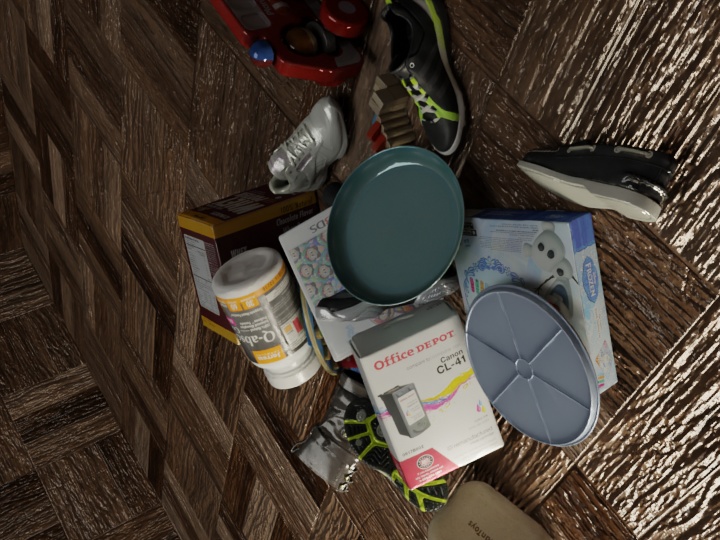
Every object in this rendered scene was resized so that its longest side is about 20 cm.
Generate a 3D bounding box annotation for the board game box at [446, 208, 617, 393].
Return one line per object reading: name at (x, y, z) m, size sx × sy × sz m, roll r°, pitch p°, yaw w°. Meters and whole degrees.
board game box at (0.197, 0.029, 0.944) m, size 0.199 × 0.043 × 0.202 m, roll 10°, pitch 117°, yaw 55°

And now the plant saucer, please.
plant saucer at (0.045, -0.054, 0.997) m, size 0.197 × 0.027 × 0.204 m, roll -10°, pitch 73°, yaw 33°

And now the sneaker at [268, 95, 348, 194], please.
sneaker at (-0.081, -0.176, 1.198) m, size 0.075 × 0.099 × 0.201 m, roll 58°, pitch 146°, yaw 20°

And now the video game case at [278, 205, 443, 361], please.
video game case at (0.000, 0.000, 1.139) m, size 0.180 × 0.024 × 0.202 m, roll -27°, pitch 83°, yaw 14°

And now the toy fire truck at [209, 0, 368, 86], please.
toy fire truck at (-0.094, -0.323, 1.062) m, size 0.201 × 0.166 × 0.113 m, roll 56°, pitch 147°, yaw 19°

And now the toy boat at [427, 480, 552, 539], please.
toy boat at (0.196, 0.402, 1.126) m, size 0.199 × 0.131 × 0.131 m, roll 33°, pitch 165°, yaw 44°

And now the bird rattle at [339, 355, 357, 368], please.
bird rattle at (0.062, 0.116, 1.190) m, size 0.201 × 0.111 × 0.165 m, roll 54°, pitch 132°, yaw 39°

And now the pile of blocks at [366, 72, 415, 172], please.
pile of blocks at (0.035, -0.155, 1.066) m, size 0.082 × 0.062 × 0.203 m, roll 1°, pitch 108°, yaw 57°

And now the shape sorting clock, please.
shape sorting clock at (-0.054, 0.063, 1.258) m, size 0.200 × 0.039 × 0.203 m, roll -17°, pitch -89°, yaw -78°

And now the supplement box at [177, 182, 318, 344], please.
supplement box at (-0.172, -0.019, 1.339) m, size 0.132 × 0.195 × 0.203 m, roll 18°, pitch 124°, yaw 51°

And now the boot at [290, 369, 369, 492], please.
boot at (0.007, 0.269, 1.249) m, size 0.198 × 0.069 × 0.176 m, roll 29°, pitch 99°, yaw 16°

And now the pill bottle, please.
pill bottle at (-0.138, 0.076, 1.230) m, size 0.116 × 0.116 × 0.202 m, roll 18°, pitch 138°, yaw 52°

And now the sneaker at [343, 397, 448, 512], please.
sneaker at (0.048, 0.272, 1.167) m, size 0.200 × 0.075 × 0.076 m, roll 48°, pitch 177°, yaw 19°

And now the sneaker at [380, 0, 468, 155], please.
sneaker at (0.066, -0.231, 0.952) m, size 0.071 × 0.082 × 0.203 m, roll 2°, pitch 110°, yaw 57°

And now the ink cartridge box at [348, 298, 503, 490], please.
ink cartridge box at (0.087, 0.163, 1.062) m, size 0.086 × 0.146 × 0.203 m, roll -131°, pitch 18°, yaw -72°

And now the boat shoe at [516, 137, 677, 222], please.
boat shoe at (0.230, -0.101, 0.798) m, size 0.061 × 0.073 × 0.200 m, roll -61°, pitch 25°, yaw 2°

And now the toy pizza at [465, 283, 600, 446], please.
toy pizza at (0.198, 0.107, 0.922) m, size 0.199 × 0.031 × 0.203 m, roll 37°, pitch 140°, yaw 39°

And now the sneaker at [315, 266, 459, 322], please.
sneaker at (0.027, -0.002, 1.064) m, size 0.075 × 0.197 × 0.116 m, roll -166°, pitch 62°, yaw -85°

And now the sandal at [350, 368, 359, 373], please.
sandal at (0.017, 0.224, 1.303) m, size 0.079 × 0.086 × 0.203 m, roll -10°, pitch 98°, yaw 60°

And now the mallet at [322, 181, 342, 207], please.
mallet at (-0.017, -0.037, 1.248) m, size 0.066 × 0.041 × 0.203 m, roll 32°, pitch 137°, yaw 49°
